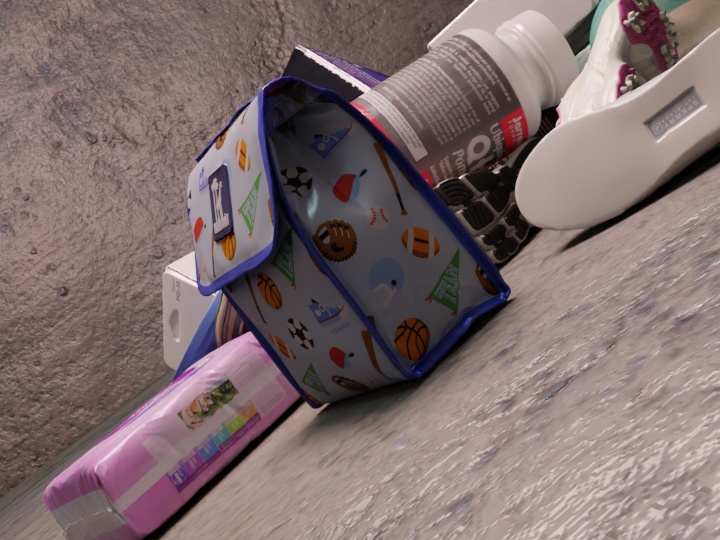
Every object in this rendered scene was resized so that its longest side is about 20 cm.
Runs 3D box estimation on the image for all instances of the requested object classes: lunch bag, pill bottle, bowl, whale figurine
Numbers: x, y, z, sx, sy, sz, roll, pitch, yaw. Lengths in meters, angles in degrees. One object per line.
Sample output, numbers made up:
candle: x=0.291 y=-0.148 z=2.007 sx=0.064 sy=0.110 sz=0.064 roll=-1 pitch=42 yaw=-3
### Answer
lunch bag: x=-0.031 y=-0.016 z=0.676 sx=0.124 sy=0.200 sz=0.170 roll=-39 pitch=6 yaw=-29
pill bottle: x=0.080 y=-0.133 z=0.848 sx=0.200 sy=0.111 sz=0.111 roll=-34 pitch=4 yaw=-8
bowl: x=-0.132 y=0.065 z=1.001 sx=0.201 sy=0.039 sz=0.201 roll=-63 pitch=0 yaw=-1
whale figurine: x=0.290 y=-0.227 z=0.908 sx=0.200 sy=0.104 sz=0.159 roll=-24 pitch=-16 yaw=-33

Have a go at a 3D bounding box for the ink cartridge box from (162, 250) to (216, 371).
ink cartridge box: x=-0.134 y=0.031 z=1.194 sx=0.200 sy=0.083 sz=0.147 roll=-34 pitch=-40 yaw=-45

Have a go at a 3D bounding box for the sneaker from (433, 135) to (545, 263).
sneaker: x=0.098 y=-0.039 z=0.819 sx=0.200 sy=0.077 sz=0.085 roll=-27 pitch=-7 yaw=-37

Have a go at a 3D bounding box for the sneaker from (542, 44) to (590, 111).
sneaker: x=0.214 y=-0.183 z=1.136 sx=0.200 sy=0.074 sz=0.089 roll=-36 pitch=32 yaw=2

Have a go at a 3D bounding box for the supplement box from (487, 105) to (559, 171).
supplement box: x=0.202 y=-0.138 z=1.027 sx=0.200 sy=0.061 sz=0.109 roll=-36 pitch=3 yaw=-2

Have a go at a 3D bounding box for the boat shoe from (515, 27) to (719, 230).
boat shoe: x=0.190 y=-0.091 z=0.640 sx=0.200 sy=0.072 sz=0.069 roll=-42 pitch=-20 yaw=31

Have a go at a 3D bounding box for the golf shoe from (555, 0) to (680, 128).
golf shoe: x=0.188 y=-0.144 z=0.767 sx=0.092 sy=0.075 sz=0.200 roll=-28 pitch=27 yaw=42

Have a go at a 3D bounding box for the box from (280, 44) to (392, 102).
box: x=0.022 y=-0.147 z=1.075 sx=0.200 sy=0.148 sz=0.104 roll=6 pitch=-64 yaw=-49

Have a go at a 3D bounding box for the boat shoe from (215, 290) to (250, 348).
boat shoe: x=-0.080 y=0.041 z=0.864 sx=0.074 sy=0.200 sz=0.073 roll=-25 pitch=43 yaw=-25

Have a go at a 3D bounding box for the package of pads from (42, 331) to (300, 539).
package of pads: x=-0.147 y=0.135 z=0.803 sx=0.120 sy=0.076 sz=0.200 roll=-28 pitch=10 yaw=48

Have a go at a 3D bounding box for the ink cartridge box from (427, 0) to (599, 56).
ink cartridge box: x=0.154 y=-0.226 z=1.001 sx=0.146 sy=0.084 sz=0.200 roll=-42 pitch=-6 yaw=8
